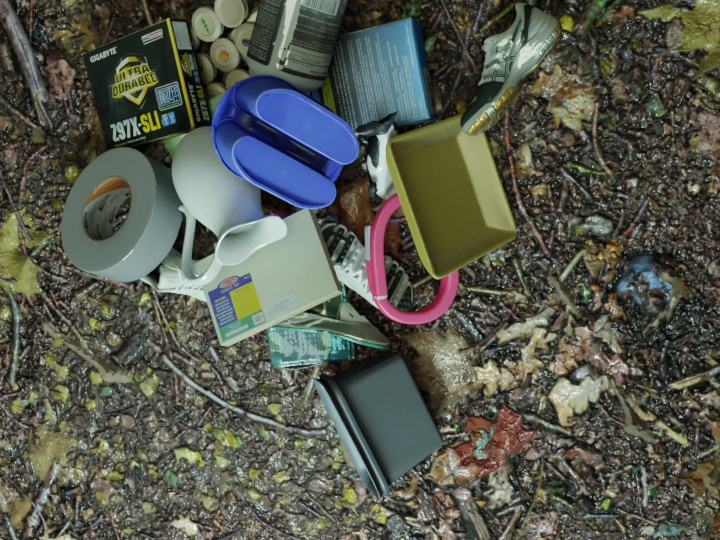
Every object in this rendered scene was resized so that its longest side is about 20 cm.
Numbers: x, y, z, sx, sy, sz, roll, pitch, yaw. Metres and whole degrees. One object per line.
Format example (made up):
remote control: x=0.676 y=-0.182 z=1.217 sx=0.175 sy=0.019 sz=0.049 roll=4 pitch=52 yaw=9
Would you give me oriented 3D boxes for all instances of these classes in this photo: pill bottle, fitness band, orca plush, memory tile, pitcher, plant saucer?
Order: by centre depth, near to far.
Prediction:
pill bottle: x=-0.092 y=-0.319 z=1.064 sx=0.115 sy=0.116 sz=0.202 roll=22 pitch=111 yaw=6
orca plush: x=0.016 y=-0.169 z=1.105 sx=0.071 sy=0.200 sz=0.106 roll=32 pitch=88 yaw=18
plant saucer: x=0.123 y=-0.110 z=1.107 sx=0.048 sy=0.199 sz=0.202 roll=-11 pitch=101 yaw=50
pitcher: x=-0.214 y=-0.094 z=1.111 sx=0.171 sy=0.121 sz=0.201 roll=-37 pitch=61 yaw=12
fitness band: x=0.079 y=-0.020 z=1.152 sx=0.142 sy=0.037 sz=0.203 roll=-6 pitch=97 yaw=-20
memory tile: x=-0.193 y=-0.301 z=1.162 sx=0.152 sy=0.017 sz=0.201 roll=-18 pitch=109 yaw=29

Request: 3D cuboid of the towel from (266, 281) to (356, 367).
towel: x=-0.090 y=0.055 z=1.244 sx=0.145 sy=0.022 sz=0.203 roll=-6 pitch=99 yaw=12

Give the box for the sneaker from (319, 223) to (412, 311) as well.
sneaker: x=0.000 y=0.000 z=1.187 sx=0.200 sy=0.081 sz=0.076 roll=40 pitch=71 yaw=-21

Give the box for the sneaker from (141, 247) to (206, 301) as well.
sneaker: x=-0.279 y=0.015 z=1.233 sx=0.198 sy=0.099 sz=0.079 roll=12 pitch=103 yaw=9

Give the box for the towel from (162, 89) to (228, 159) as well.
towel: x=-0.209 y=-0.190 z=1.196 sx=0.198 sy=0.031 sz=0.151 roll=-19 pitch=99 yaw=30

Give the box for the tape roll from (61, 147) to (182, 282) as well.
tape roll: x=-0.372 y=-0.086 z=1.202 sx=0.198 sy=0.066 sz=0.203 roll=-9 pitch=70 yaw=26

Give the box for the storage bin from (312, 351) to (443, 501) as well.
storage bin: x=0.030 y=0.228 z=1.205 sx=0.133 sy=0.145 sz=0.202 roll=-27 pitch=95 yaw=-13

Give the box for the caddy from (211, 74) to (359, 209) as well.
caddy: x=-0.099 y=-0.170 z=1.028 sx=0.199 sy=0.105 sz=0.142 roll=26 pitch=96 yaw=-31

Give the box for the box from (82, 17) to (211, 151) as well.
box: x=-0.329 y=-0.279 z=1.183 sx=0.198 sy=0.049 sz=0.162 roll=-6 pitch=102 yaw=33

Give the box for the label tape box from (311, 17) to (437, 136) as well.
label tape box: x=0.003 y=-0.275 z=1.140 sx=0.198 sy=0.066 sz=0.145 roll=-8 pitch=99 yaw=21

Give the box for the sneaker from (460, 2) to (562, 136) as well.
sneaker: x=0.196 y=-0.287 z=1.101 sx=0.087 sy=0.076 sz=0.201 roll=38 pitch=94 yaw=9

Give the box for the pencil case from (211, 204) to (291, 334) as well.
pencil case: x=-0.158 y=-0.004 z=1.187 sx=0.088 sy=0.088 sz=0.202 roll=23 pitch=87 yaw=6

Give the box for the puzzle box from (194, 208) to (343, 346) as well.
puzzle box: x=-0.136 y=0.010 z=1.118 sx=0.198 sy=0.025 sz=0.134 roll=-24 pitch=76 yaw=14

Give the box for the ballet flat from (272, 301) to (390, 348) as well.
ballet flat: x=-0.047 y=0.074 z=1.197 sx=0.197 sy=0.067 sz=0.065 roll=10 pitch=90 yaw=8

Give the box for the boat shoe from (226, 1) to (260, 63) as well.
boat shoe: x=-0.112 y=-0.386 z=1.144 sx=0.199 sy=0.073 sz=0.063 roll=-37 pitch=98 yaw=26
